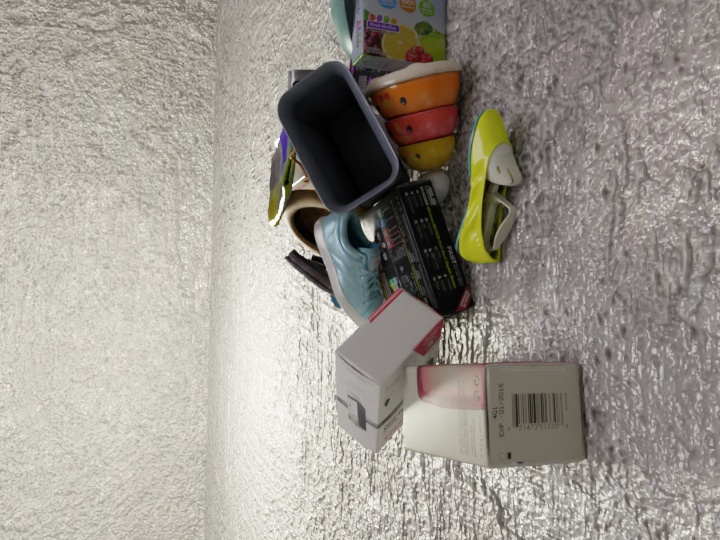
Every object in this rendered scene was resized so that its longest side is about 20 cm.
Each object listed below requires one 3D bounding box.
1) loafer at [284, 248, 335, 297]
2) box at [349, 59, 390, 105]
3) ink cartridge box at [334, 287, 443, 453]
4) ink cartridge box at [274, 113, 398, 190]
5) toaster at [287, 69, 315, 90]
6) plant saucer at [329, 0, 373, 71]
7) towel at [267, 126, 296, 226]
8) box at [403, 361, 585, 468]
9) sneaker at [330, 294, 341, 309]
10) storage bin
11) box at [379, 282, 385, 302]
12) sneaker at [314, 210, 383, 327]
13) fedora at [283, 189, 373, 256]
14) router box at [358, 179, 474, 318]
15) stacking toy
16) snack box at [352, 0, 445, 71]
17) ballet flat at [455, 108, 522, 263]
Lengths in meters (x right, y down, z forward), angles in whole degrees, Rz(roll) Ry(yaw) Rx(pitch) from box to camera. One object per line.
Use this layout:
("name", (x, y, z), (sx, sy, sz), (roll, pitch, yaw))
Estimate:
("loafer", (-0.041, 0.016, 1.224), (0.063, 0.200, 0.072), (-54, 4, 2))
("box", (0.027, -0.383, 1.279), (0.200, 0.036, 0.143), (-142, 56, -65))
("ink cartridge box", (0.038, 0.147, 0.970), (0.085, 0.146, 0.200), (34, 148, 23))
("ink cartridge box", (-0.046, -0.209, 1.222), (0.128, 0.199, 0.126), (161, 109, -67))
("toaster", (-0.093, -0.314, 1.411), (0.200, 0.118, 0.181), (-131, 43, -81))
("plant saucer", (-0.010, -0.429, 1.118), (0.200, 0.036, 0.201), (-1, -90, -71))
("towel", (-0.128, -0.163, 1.106), (0.200, 0.023, 0.144), (138, 136, -71))
("box", (0.148, 0.164, 0.804), (0.200, 0.127, 0.109), (161, 110, -66))
("sneaker", (-0.011, -0.030, 1.285), (0.081, 0.076, 0.201), (-75, 3, -78))
("storage bin", (-0.019, -0.179, 1.009), (0.145, 0.134, 0.200), (-31, 78, 18))
("box", (0.057, 0.056, 1.157), (0.039, 0.041, 0.201), (168, 102, -68))
("sneaker", (0.000, 0.000, 1.036), (0.082, 0.074, 0.200), (-24, 95, 41))
("fedora", (-0.039, -0.093, 1.181), (0.082, 0.200, 0.201), (-60, 7, -31))
("router box", (0.079, -0.016, 1.017), (0.150, 0.062, 0.201), (-31, 75, 63))
("stacking toy", (0.097, -0.199, 1.010), (0.146, 0.146, 0.201), (3, 108, 68))
("snack box", (0.060, -0.413, 1.056), (0.053, 0.142, 0.201), (169, 103, -67))
("ballet flat", (0.172, -0.102, 0.873), (0.067, 0.067, 0.201), (26, 116, 43))
